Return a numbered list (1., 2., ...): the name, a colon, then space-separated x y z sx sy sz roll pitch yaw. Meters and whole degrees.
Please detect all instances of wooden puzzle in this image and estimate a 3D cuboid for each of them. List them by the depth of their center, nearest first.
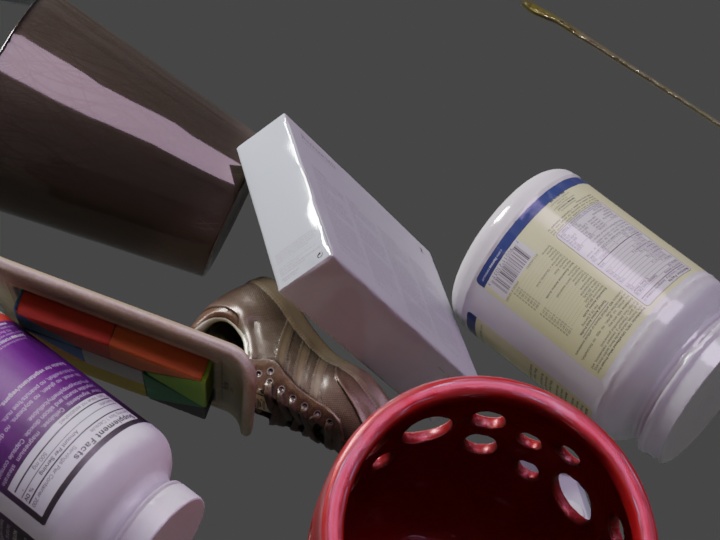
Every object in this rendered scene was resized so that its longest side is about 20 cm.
1. wooden puzzle: -0.160 0.051 1.285 0.199 0.185 0.037 25 75 3

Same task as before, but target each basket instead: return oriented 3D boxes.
1. basket: -0.180 -0.091 1.454 0.199 0.136 0.181 26 64 -1

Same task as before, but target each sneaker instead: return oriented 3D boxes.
1. sneaker: -0.044 0.089 1.372 0.075 0.071 0.200 -28 52 -24

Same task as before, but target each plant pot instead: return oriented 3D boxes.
1. plant pot: 0.058 0.189 1.168 0.198 0.183 0.202 5 62 -10

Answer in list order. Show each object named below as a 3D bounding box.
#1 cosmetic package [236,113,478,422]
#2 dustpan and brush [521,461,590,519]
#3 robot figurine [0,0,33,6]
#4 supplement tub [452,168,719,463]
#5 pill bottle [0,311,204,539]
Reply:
1. cosmetic package: 0.000 0.000 1.405 0.200 0.051 0.151 42 22 -42
2. dustpan and brush: 0.085 0.168 1.326 0.198 0.058 0.140 5 42 -19
3. robot figurine: -0.275 -0.318 1.619 0.112 0.201 0.170 4 42 -19
4. supplement tub: 0.183 0.034 1.457 0.200 0.146 0.145 38 42 20
5. pill bottle: -0.197 0.116 1.220 0.199 0.113 0.112 35 41 16
